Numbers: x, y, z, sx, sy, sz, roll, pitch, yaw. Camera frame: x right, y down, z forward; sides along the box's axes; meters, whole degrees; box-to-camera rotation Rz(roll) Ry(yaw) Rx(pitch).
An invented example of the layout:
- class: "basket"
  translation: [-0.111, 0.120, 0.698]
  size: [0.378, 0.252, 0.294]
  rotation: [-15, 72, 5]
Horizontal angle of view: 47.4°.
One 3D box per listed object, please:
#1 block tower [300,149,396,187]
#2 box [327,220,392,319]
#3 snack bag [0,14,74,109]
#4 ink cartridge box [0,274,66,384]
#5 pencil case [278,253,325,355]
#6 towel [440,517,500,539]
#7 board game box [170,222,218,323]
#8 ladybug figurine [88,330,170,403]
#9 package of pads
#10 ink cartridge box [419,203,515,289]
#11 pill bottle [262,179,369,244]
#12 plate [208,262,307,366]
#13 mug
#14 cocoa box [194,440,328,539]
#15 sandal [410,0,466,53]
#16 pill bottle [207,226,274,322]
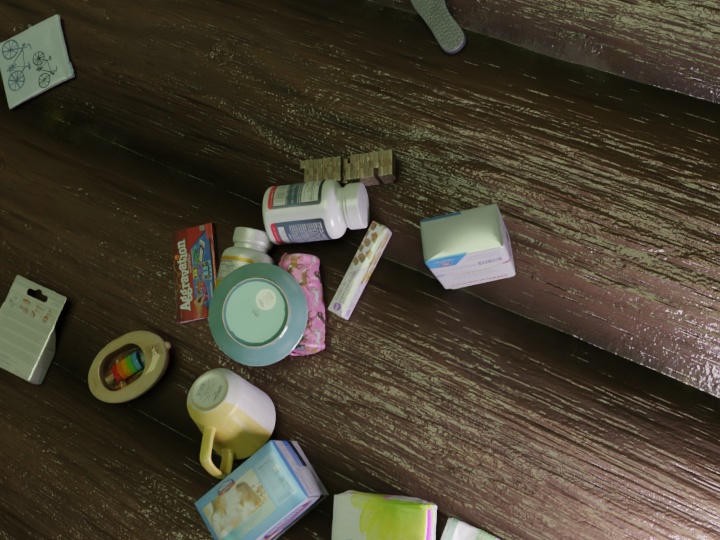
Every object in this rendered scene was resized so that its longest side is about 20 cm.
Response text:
- class: "block tower"
  translation: [-0.023, -0.203, 1.688]
  size: [0.197, 0.054, 0.059]
  rotation: [-3, 76, 17]
- class: "box"
  translation: [0.000, 0.000, 1.644]
  size: [0.038, 0.041, 0.202]
  rotation: [26, 86, 20]
- class: "snack bag"
  translation: [-0.799, -0.516, 2.013]
  size: [0.198, 0.021, 0.191]
  rotation: [-23, 73, 12]
- class: "ink cartridge box"
  translation: [-0.748, 0.132, 1.846]
  size: [0.159, 0.050, 0.202]
  rotation: [20, 81, 20]
- class: "pencil case"
  translation: [-0.119, 0.066, 1.643]
  size: [0.082, 0.086, 0.203]
  rotation: [-13, 73, 33]
- class: "towel"
  translation: [0.221, 0.551, 1.461]
  size: [0.198, 0.031, 0.151]
  rotation: [21, 86, 20]
- class: "board game box"
  translation: [-0.353, 0.005, 1.763]
  size: [0.101, 0.019, 0.203]
  rotation: [-12, 75, 16]
- class: "ladybug figurine"
  translation: [-0.479, 0.204, 1.729]
  size: [0.198, 0.072, 0.137]
  rotation: [-26, 71, 11]
- class: "package of pads"
  translation: [0.040, 0.488, 1.496]
  size: [0.197, 0.068, 0.157]
  rotation: [-2, 77, 26]
- class: "ink cartridge box"
  translation: [0.201, -0.039, 1.507]
  size: [0.142, 0.200, 0.086]
  rotation: [-11, 71, 14]
- class: "pill bottle"
  translation: [-0.087, -0.120, 1.655]
  size: [0.197, 0.120, 0.122]
  rotation: [-5, 77, 16]
- class: "plate"
  translation: [-0.201, 0.083, 1.590]
  size: [0.197, 0.026, 0.204]
  rotation: [-1, 80, 6]
- class: "mug"
  translation: [-0.252, 0.278, 1.573]
  size: [0.148, 0.154, 0.188]
  rotation: [-29, 52, 0]
- class: "cocoa box"
  translation: [-0.186, 0.434, 1.557]
  size: [0.199, 0.131, 0.134]
  rotation: [-40, 70, 5]
- class: "sandal"
  translation: [0.158, -0.543, 1.718]
  size: [0.075, 0.043, 0.203]
  rotation: [-24, 82, 18]
- class: "pill bottle"
  translation: [-0.238, 0.019, 1.674]
  size: [0.111, 0.113, 0.203]
  rotation: [8, 81, 18]
